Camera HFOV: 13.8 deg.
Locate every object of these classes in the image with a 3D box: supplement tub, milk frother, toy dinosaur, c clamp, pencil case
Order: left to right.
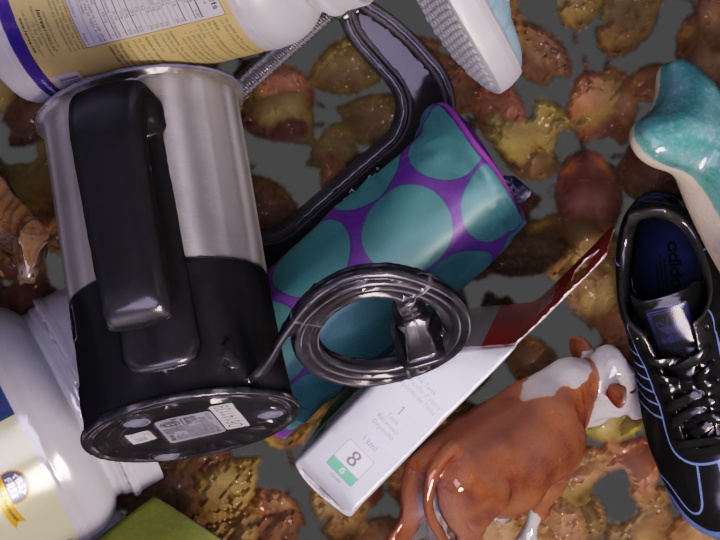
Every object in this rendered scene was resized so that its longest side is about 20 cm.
[{"bbox_3d":[-0.226,0.109,1.664,0.200,0.145,0.145,-28,101,-7],"label":"supplement tub"},{"bbox_3d":[-0.221,-0.045,1.674,0.060,0.200,0.106,-25,135,-32],"label":"toy dinosaur"},{"bbox_3d":[-0.103,-0.179,1.592,0.200,0.145,0.146,-13,102,16],"label":"supplement tub"},{"bbox_3d":[-0.059,-0.017,1.567,0.200,0.181,0.188,-7,72,-11],"label":"milk frother"},{"bbox_3d":[-0.040,-0.099,1.689,0.171,0.027,0.200,42,98,-13],"label":"c clamp"},{"bbox_3d":[0.000,0.000,1.663,0.200,0.092,0.085,-42,131,5],"label":"pencil case"}]

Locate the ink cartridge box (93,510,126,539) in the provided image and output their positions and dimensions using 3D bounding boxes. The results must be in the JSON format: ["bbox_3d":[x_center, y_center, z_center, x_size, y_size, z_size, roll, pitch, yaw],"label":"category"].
[{"bbox_3d":[-0.238,0.206,1.758,0.162,0.050,0.200,27,85,-5],"label":"ink cartridge box"}]

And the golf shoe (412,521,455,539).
[{"bbox_3d":[0.083,0.238,1.727,0.075,0.092,0.200,-38,101,7],"label":"golf shoe"}]

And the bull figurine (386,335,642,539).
[{"bbox_3d":[0.085,0.111,1.675,0.065,0.200,0.122,30,121,30],"label":"bull figurine"}]

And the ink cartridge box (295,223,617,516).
[{"bbox_3d":[0.054,0.039,1.644,0.050,0.161,0.200,43,100,0],"label":"ink cartridge box"}]

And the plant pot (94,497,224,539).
[{"bbox_3d":[-0.133,0.234,1.658,0.187,0.187,0.200,34,82,-6],"label":"plant pot"}]

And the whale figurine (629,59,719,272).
[{"bbox_3d":[0.240,-0.039,1.629,0.200,0.159,0.104,43,136,-13],"label":"whale figurine"}]

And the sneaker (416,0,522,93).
[{"bbox_3d":[0.059,-0.197,1.640,0.082,0.074,0.200,-29,111,-9],"label":"sneaker"}]

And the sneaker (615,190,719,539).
[{"bbox_3d":[0.180,0.054,1.664,0.070,0.078,0.200,-15,84,16],"label":"sneaker"}]
